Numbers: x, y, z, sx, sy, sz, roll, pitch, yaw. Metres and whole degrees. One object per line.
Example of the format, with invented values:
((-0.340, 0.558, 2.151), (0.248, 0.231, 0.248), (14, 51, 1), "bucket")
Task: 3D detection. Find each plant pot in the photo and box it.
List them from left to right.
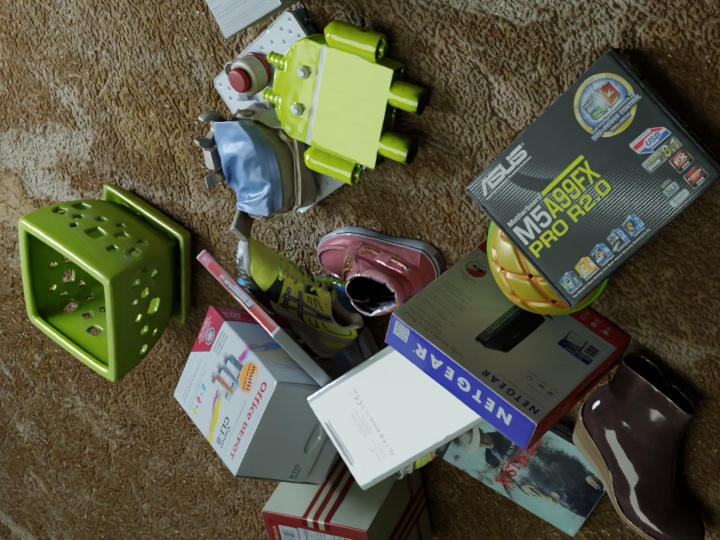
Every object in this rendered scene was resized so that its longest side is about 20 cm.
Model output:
((-0.356, 0.004, 1.986), (0.199, 0.181, 0.201), (32, 137, 27), "plant pot")

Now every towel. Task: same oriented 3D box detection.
((-0.032, 0.144, 1.875), (0.199, 0.024, 0.148), (-5, 113, 49), "towel")

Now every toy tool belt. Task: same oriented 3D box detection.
((-0.135, -0.146, 1.644), (0.124, 0.123, 0.201), (4, 120, 45), "toy tool belt")

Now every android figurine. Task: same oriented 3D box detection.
((-0.022, -0.193, 1.561), (0.199, 0.041, 0.183), (23, 120, 18), "android figurine")

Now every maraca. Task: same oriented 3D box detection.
((0.203, -0.034, 1.424), (0.137, 0.107, 0.201), (30, 133, 8), "maraca")

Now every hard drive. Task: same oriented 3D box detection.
((0.048, 0.158, 1.632), (0.200, 0.026, 0.132), (-34, 87, 23), "hard drive")

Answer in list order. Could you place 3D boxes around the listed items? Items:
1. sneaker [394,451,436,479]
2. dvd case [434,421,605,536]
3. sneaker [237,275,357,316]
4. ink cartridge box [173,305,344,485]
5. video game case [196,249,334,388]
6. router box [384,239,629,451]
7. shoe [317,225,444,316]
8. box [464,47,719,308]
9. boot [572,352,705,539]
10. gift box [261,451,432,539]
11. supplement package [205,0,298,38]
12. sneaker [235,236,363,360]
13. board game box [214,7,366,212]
((0.081, 0.186, 1.730), (0.200, 0.090, 0.078), (104, 144, -58), "sneaker")
((0.197, 0.224, 1.651), (0.199, 0.022, 0.146), (32, 135, 9), "dvd case")
((-0.087, 0.042, 1.818), (0.199, 0.071, 0.083), (16, 122, 35), "sneaker")
((-0.122, 0.163, 1.799), (0.200, 0.144, 0.146), (42, 113, 47), "ink cartridge box")
((-0.116, 0.063, 1.712), (0.200, 0.017, 0.143), (41, 175, 45), "video game case")
((0.159, 0.075, 1.492), (0.200, 0.179, 0.049), (37, 140, 21), "router box")
((0.000, 0.000, 1.677), (0.199, 0.091, 0.072), (8, 123, 43), "shoe")
((0.226, -0.088, 1.332), (0.200, 0.044, 0.160), (-43, 83, 20), "box")
((0.323, 0.202, 1.499), (0.200, 0.072, 0.167), (46, 144, 17), "boot")
((-0.024, 0.322, 1.863), (0.199, 0.187, 0.185), (11, 129, 23), "gift box")
((-0.124, -0.379, 1.502), (0.121, 0.120, 0.201), (-16, 105, 52), "supplement package")
((-0.074, 0.023, 1.703), (0.076, 0.076, 0.200), (-30, 121, 25), "sneaker")
((-0.072, -0.190, 1.666), (0.201, 0.026, 0.200), (56, 142, -2), "board game box")
